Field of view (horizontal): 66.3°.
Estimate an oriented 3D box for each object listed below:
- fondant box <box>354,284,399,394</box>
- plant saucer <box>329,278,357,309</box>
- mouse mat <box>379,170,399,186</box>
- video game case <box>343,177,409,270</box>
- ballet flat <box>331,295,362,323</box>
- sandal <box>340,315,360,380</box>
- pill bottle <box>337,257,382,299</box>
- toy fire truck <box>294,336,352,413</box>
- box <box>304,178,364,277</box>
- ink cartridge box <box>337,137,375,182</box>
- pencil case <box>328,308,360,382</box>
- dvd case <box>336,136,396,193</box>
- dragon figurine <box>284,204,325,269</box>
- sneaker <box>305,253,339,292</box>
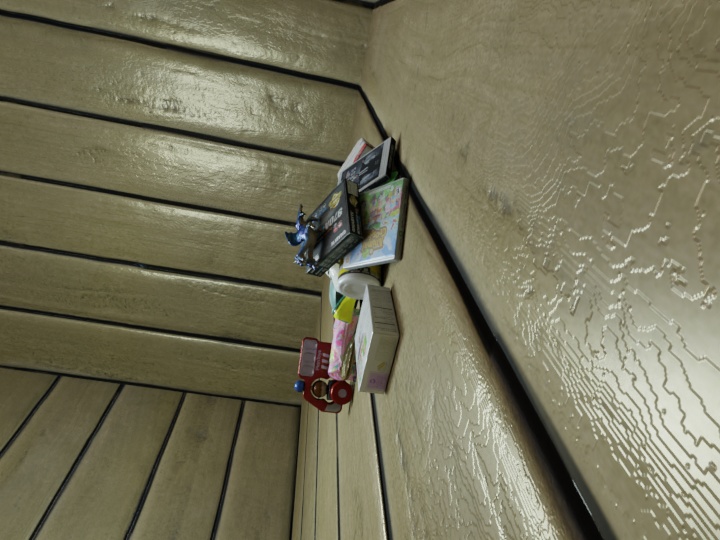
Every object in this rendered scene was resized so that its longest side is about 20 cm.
[{"bbox_3d":[0.031,0.141,1.171,0.201,0.057,0.146,-94,15,-64],"label":"fondant box"},{"bbox_3d":[-0.048,0.049,1.642,0.199,0.035,0.204,7,-90,-69],"label":"plant saucer"},{"bbox_3d":[0.011,-0.165,1.392,0.160,0.007,0.202,7,66,57],"label":"mouse mat"},{"bbox_3d":[0.032,-0.101,1.257,0.199,0.022,0.185,-10,69,54],"label":"video game case"},{"bbox_3d":[-0.002,0.055,1.454,0.201,0.066,0.067,-58,-4,-26],"label":"ballet flat"},{"bbox_3d":[0.001,0.186,1.409,0.080,0.053,0.202,129,164,-65],"label":"sandal"},{"bbox_3d":[0.002,-0.039,1.401,0.112,0.109,0.203,111,166,-58],"label":"pill bottle"},{"bbox_3d":[-0.103,0.303,1.595,0.112,0.165,0.204,148,131,-81],"label":"toy fire truck"},{"bbox_3d":[-0.070,-0.101,1.350,0.200,0.045,0.161,-39,46,43],"label":"box"},{"bbox_3d":[0.002,-0.315,1.694,0.148,0.082,0.200,-55,14,14],"label":"ink cartridge box"},{"bbox_3d":[-0.039,0.203,1.521,0.088,0.086,0.203,115,165,-65],"label":"pencil case"},{"bbox_3d":[0.008,-0.249,1.450,0.199,0.025,0.152,-28,39,37],"label":"dvd case"},{"bbox_3d":[-0.145,-0.087,1.352,0.100,0.058,0.201,-52,45,17],"label":"dragon figurine"},{"bbox_3d":[-0.097,-0.024,1.485,0.080,0.128,0.201,-58,24,34],"label":"sneaker"}]
